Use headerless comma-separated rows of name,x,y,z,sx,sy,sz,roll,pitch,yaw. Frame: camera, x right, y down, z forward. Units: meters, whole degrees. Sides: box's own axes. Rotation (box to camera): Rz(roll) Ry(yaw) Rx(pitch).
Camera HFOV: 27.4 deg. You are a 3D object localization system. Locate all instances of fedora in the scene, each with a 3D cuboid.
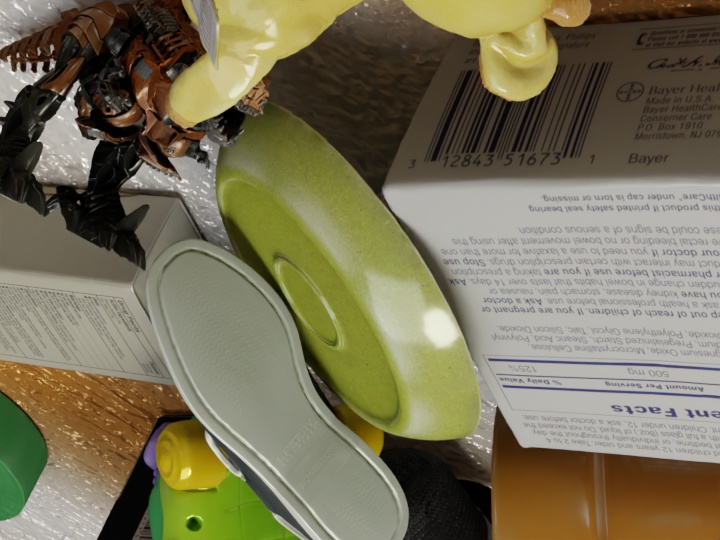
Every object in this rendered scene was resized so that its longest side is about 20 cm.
fedora,0.008,0.182,0.955,0.199,0.201,0.092,-3,124,34

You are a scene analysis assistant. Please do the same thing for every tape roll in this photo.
tape roll,-0.361,0.136,1.233,0.198,0.048,0.201,16,146,11

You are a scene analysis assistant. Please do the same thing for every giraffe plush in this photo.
giraffe plush,0.010,-0.145,0.549,0.160,0.202,0.173,0,147,-18

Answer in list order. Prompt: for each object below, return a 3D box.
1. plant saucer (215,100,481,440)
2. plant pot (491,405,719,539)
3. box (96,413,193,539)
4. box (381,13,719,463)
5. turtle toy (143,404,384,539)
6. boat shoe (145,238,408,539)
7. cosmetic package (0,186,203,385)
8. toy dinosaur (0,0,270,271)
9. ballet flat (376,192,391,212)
plant saucer,-0.016,0.009,0.734,0.200,0.031,0.201,47,160,23
plant pot,0.178,0.159,0.830,0.181,0.202,0.201,-5,139,13
box,-0.091,0.242,1.078,0.123,0.201,0.197,-4,138,35
box,0.139,-0.008,0.681,0.182,0.106,0.201,2,140,32
turtle toy,-0.067,0.113,0.860,0.144,0.203,0.101,-1,-179,-36
boat shoe,-0.053,0.073,0.776,0.201,0.075,0.060,59,156,-12
cosmetic package,-0.192,0.006,0.930,0.198,0.074,0.104,6,143,24
toy dinosaur,-0.121,-0.084,0.736,0.102,0.137,0.200,28,176,-24
ballet flat,0.000,0.000,0.817,0.062,0.068,0.200,33,146,3
